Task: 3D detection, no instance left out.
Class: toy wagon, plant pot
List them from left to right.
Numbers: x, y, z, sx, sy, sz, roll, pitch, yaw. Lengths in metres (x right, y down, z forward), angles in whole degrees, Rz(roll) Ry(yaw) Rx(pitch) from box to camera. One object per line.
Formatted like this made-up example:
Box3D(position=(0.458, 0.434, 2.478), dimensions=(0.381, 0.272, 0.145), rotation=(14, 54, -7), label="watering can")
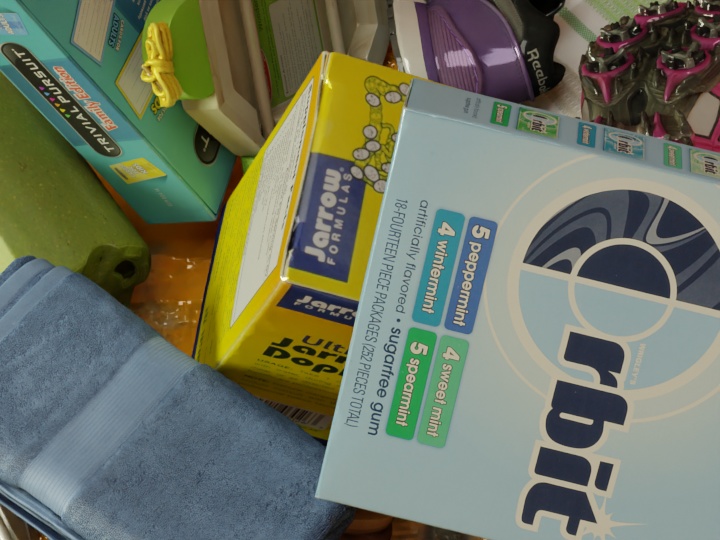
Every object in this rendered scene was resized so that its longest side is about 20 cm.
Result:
Box3D(position=(-0.209, -0.029, 1.243), dimensions=(0.200, 0.200, 0.190), rotation=(-44, 75, -6), label="plant pot")
Box3D(position=(-0.050, -0.125, 1.216), dimensions=(0.039, 0.200, 0.156), rotation=(2, 109, 36), label="toy wagon")

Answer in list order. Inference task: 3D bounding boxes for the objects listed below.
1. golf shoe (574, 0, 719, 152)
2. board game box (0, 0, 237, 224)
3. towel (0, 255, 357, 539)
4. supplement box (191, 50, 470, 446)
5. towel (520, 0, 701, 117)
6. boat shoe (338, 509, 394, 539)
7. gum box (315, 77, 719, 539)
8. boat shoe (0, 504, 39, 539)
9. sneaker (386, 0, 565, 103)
Box3D(position=(0.130, -0.049, 1.096), dimensions=(0.072, 0.093, 0.200), rotation=(-1, 33, 23), label="golf shoe")
Box3D(position=(-0.116, -0.140, 1.201), dimensions=(0.047, 0.200, 0.152), rotation=(-2, 56, 32), label="board game box")
Box3D(position=(-0.102, 0.080, 1.105), dimensions=(0.199, 0.049, 0.112), rotation=(33, 55, 16), label="towel")
Box3D(position=(0.000, 0.000, 1.134), dimensions=(0.109, 0.200, 0.110), rotation=(15, 69, -11), label="supplement box")
Box3D(position=(0.117, -0.117, 1.227), dimensions=(0.199, 0.031, 0.149), rotation=(-36, 33, -2), label="towel")
Box3D(position=(-0.075, 0.110, 1.201), dimensions=(0.199, 0.070, 0.071), rotation=(16, 110, 24), label="boat shoe")
Box3D(position=(0.096, 0.032, 0.994), dimensions=(0.198, 0.045, 0.171), rotation=(14, 111, 1), label="gum box")
Box3D(position=(-0.172, 0.181, 1.188), dimensions=(0.070, 0.070, 0.201), rotation=(-18, 63, 7), label="boat shoe")
Box3D(position=(0.059, -0.141, 1.243), dimensions=(0.087, 0.076, 0.201), rotation=(-14, 42, 7), label="sneaker")
